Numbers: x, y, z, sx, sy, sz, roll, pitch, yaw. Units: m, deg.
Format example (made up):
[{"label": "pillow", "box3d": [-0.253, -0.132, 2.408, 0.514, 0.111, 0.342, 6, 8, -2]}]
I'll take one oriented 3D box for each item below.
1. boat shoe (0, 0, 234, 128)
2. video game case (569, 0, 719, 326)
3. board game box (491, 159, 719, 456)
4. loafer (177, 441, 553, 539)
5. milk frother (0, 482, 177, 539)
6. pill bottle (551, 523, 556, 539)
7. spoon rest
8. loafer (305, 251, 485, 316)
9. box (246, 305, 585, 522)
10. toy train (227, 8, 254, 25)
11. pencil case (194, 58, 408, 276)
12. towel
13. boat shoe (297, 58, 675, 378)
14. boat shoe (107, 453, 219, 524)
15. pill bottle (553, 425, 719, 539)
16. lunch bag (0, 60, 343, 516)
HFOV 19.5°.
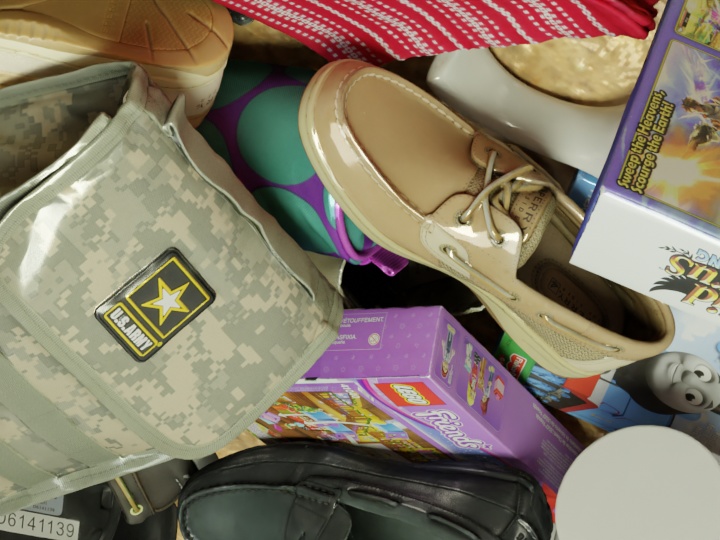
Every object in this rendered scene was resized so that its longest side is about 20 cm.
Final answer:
[{"label": "boat shoe", "box3d": [-0.157, -0.103, 0.925, 0.198, 0.074, 0.069, 17, 139, 2]}, {"label": "video game case", "box3d": [0.192, -0.046, 0.806, 0.180, 0.201, 0.046, 24, 138, 3]}, {"label": "board game box", "box3d": [0.175, 0.035, 1.008, 0.199, 0.037, 0.152, 23, 136, 2]}, {"label": "loafer", "box3d": [-0.006, 0.127, 1.026, 0.199, 0.070, 0.069, 1, 121, 24]}, {"label": "milk frother", "box3d": [-0.216, 0.192, 1.203, 0.180, 0.201, 0.188, 31, 149, -19]}, {"label": "pill bottle", "box3d": [0.073, 0.235, 1.187, 0.113, 0.115, 0.201, 17, 136, 9]}, {"label": "spoon rest", "box3d": [0.128, -0.065, 0.911, 0.199, 0.100, 0.061, 17, 159, 30]}, {"label": "loafer", "box3d": [0.000, 0.000, 1.033, 0.199, 0.069, 0.076, -22, 119, 38]}, {"label": "box", "box3d": [0.021, 0.077, 1.060, 0.136, 0.039, 0.200, -2, 153, 29]}, {"label": "toy train", "box3d": [-0.063, -0.137, 0.964, 0.199, 0.034, 0.046, -6, 117, 29]}, {"label": "pencil case", "box3d": [-0.072, -0.053, 0.994, 0.199, 0.085, 0.093, 7, 111, 28]}, {"label": "towel", "box3d": [0.005, -0.117, 0.839, 0.144, 0.023, 0.199, 22, 166, -37]}, {"label": "boat shoe", "box3d": [0.060, -0.027, 0.923, 0.200, 0.072, 0.064, 37, 154, -23]}, {"label": "boat shoe", "box3d": [-0.149, 0.046, 1.075, 0.202, 0.060, 0.072, 55, 170, -24]}, {"label": "pill bottle", "box3d": [0.156, 0.154, 1.030, 0.110, 0.112, 0.200, 4, 153, 21]}, {"label": "lunch bag", "box3d": [-0.127, 0.006, 0.921, 0.199, 0.118, 0.164, -19, 131, 27]}]
